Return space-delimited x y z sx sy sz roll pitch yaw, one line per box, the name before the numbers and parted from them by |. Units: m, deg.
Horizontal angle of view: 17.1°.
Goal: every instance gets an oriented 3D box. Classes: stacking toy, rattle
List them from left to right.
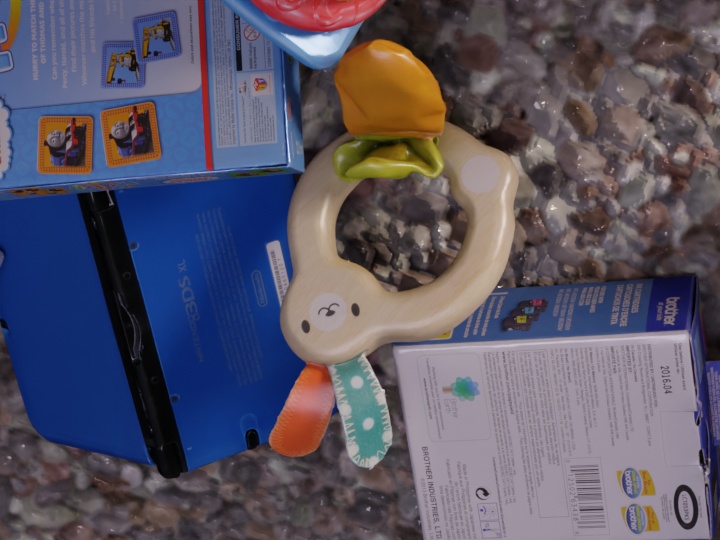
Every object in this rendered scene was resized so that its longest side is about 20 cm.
rattle | 0.000 0.000 1.254 0.130 0.143 0.200 32 82 2
stacking toy | 0.009 -0.182 1.159 0.110 0.116 0.200 39 158 -20

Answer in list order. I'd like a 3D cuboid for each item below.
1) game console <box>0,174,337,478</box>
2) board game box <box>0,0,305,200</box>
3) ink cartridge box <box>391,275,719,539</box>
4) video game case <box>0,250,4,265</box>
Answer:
game console | -0.122 0.006 1.390 0.170 0.118 0.200 -19 116 -14
board game box | -0.133 -0.119 1.278 0.200 0.037 0.152 -4 85 13
ink cartridge box | 0.128 0.080 1.345 0.200 0.076 0.137 -3 117 15
video game case | -0.327 0.021 1.425 0.182 0.023 0.200 31 119 2
